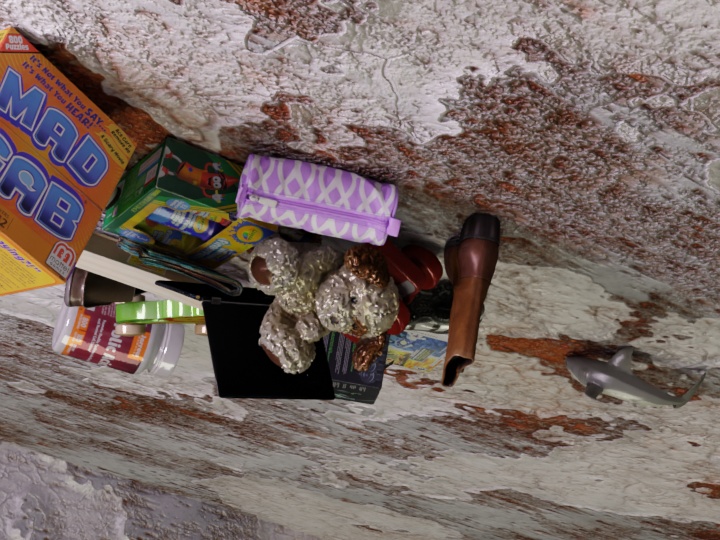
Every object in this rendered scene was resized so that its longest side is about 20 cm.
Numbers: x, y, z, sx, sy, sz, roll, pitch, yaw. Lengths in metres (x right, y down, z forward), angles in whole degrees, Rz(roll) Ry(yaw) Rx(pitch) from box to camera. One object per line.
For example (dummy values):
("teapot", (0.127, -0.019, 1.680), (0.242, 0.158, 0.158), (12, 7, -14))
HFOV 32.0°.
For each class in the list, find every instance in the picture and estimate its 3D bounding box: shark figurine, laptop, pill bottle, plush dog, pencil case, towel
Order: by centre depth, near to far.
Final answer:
("pencil case", (-0.053, -0.084, 1.496), (0.199, 0.084, 0.086), (9, -169, -7))
("plush dog", (-0.030, 0.029, 1.568), (0.171, 0.161, 0.201), (17, 132, 24))
("laptop", (-0.155, 0.091, 1.674), (0.187, 0.117, 0.200), (7, -174, -40))
("towel", (-0.246, -0.007, 1.690), (0.146, 0.022, 0.200), (21, 178, -21))
("shark figurine", (0.422, 0.162, 1.922), (0.213, 0.090, 0.128), (16, -167, 7))
("pill bottle", (-0.404, 0.108, 2.101), (0.199, 0.115, 0.114), (18, 157, -20))

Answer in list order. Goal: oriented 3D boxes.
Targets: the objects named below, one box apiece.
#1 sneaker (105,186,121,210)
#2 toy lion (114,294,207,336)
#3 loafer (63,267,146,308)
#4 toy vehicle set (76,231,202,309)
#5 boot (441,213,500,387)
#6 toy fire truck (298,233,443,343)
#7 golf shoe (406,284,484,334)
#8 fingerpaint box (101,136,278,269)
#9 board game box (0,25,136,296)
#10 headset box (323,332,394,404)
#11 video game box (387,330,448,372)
("sneaker", (-0.401, -0.136, 1.587), (0.199, 0.077, 0.089), (8, 127, 9))
("toy lion", (-0.267, 0.062, 1.900), (0.199, 0.069, 0.192), (0, 174, -15))
("loafer", (-0.362, 0.014, 1.826), (0.071, 0.073, 0.200), (12, -167, 16))
("toy vehicle set", (-0.305, -0.002, 1.787), (0.199, 0.027, 0.124), (19, -168, -6))
("boot", (0.136, 0.054, 1.599), (0.068, 0.201, 0.188), (13, 158, -8))
("toy fire truck", (0.000, 0.000, 1.688), (0.168, 0.112, 0.200), (44, 150, -11))
("golf shoe", (0.083, 0.063, 1.818), (0.199, 0.078, 0.095), (4, 158, 18))
("fingerpaint box", (-0.215, -0.079, 1.601), (0.166, 0.074, 0.200), (21, 157, -26))
("board game box", (-0.414, -0.110, 1.391), (0.199, 0.200, 0.200), (-9, 139, 40))
("headset box", (-0.050, 0.133, 1.880), (0.199, 0.093, 0.174), (10, 166, 0))
("video game box", (0.055, 0.097, 1.959), (0.181, 0.047, 0.200), (17, 158, -9))
